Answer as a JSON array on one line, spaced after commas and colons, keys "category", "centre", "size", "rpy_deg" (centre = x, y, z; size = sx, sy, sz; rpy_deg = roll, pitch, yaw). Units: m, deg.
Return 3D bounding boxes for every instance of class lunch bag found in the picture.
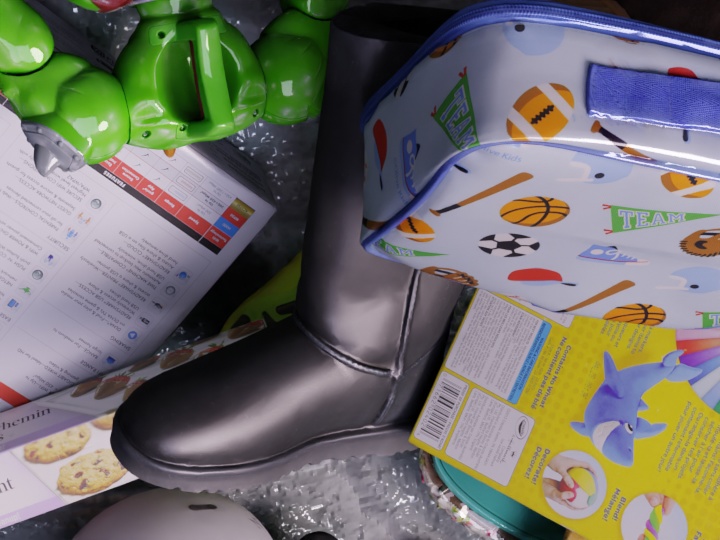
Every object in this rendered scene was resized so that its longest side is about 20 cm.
[{"category": "lunch bag", "centre": [0.107, -0.039, 0.875], "size": [0.198, 0.076, 0.160], "rpy_deg": [8, 158, -18]}]

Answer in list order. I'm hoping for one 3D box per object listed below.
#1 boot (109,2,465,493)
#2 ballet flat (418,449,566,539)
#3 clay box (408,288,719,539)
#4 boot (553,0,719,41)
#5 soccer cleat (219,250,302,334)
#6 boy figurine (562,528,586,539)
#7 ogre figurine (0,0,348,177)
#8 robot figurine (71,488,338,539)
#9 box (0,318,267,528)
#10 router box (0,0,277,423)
[{"category": "boot", "centre": [-0.016, -0.012, 0.965], "size": [0.164, 0.066, 0.201], "rpy_deg": [-10, 129, -37]}, {"category": "ballet flat", "centre": [0.115, 0.130, 1.192], "size": [0.198, 0.076, 0.064], "rpy_deg": [15, 146, -15]}, {"category": "clay box", "centre": [0.132, 0.066, 0.983], "size": [0.199, 0.048, 0.116], "rpy_deg": [28, 99, 19]}, {"category": "boot", "centre": [0.154, -0.145, 0.958], "size": [0.072, 0.199, 0.168], "rpy_deg": [28, 73, -44]}, {"category": "soccer cleat", "centre": [0.001, 0.000, 1.094], "size": [0.065, 0.084, 0.200], "rpy_deg": [43, 121, 1]}, {"category": "boy figurine", "centre": [0.128, 0.115, 1.117], "size": [0.124, 0.064, 0.200], "rpy_deg": [-40, 77, 6]}, {"category": "ogre figurine", "centre": [-0.084, -0.109, 0.969], "size": [0.199, 0.098, 0.121], "rpy_deg": [-11, 86, -39]}, {"category": "robot figurine", "centre": [-0.077, 0.203, 1.143], "size": [0.124, 0.150, 0.201], "rpy_deg": [1, 126, 31]}, {"category": "box", "centre": [-0.128, 0.078, 1.058], "size": [0.199, 0.039, 0.042], "rpy_deg": [-19, 117, -1]}, {"category": "router box", "centre": [-0.170, -0.025, 1.047], "size": [0.200, 0.049, 0.180], "rpy_deg": [36, 104, -27]}]
